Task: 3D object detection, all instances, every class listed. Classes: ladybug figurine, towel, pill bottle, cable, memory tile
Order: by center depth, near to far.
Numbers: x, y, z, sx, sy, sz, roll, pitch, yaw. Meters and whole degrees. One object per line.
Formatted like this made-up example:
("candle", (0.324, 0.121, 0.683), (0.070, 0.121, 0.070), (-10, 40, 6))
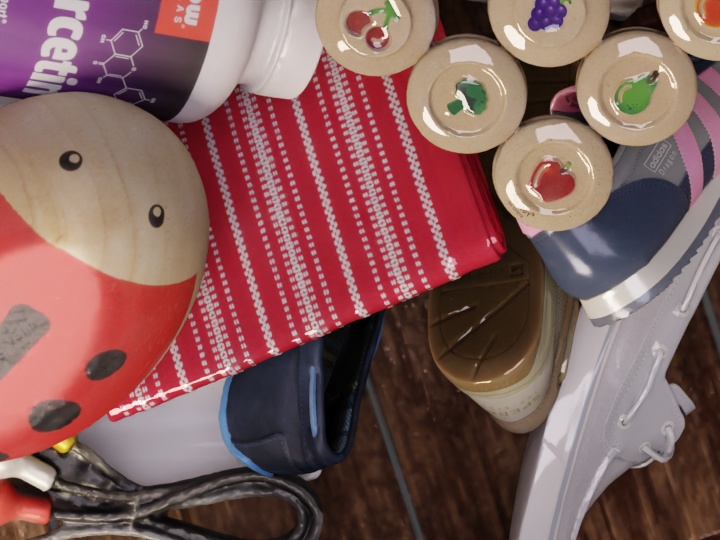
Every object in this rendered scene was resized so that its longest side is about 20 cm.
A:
("memory tile", (0.057, -0.121, 1.144), (0.200, 0.017, 0.153), (40, 109, -12))
("pill bottle", (-0.117, -0.125, 1.204), (0.199, 0.112, 0.113), (7, 91, -19))
("ladybug figurine", (-0.144, 0.014, 1.207), (0.136, 0.072, 0.200), (28, 122, -14))
("towel", (-0.042, -0.033, 1.267), (0.200, 0.022, 0.145), (-23, 68, 15))
("cable", (-0.120, 0.108, 1.300), (0.199, 0.050, 0.097), (21, 95, 2))

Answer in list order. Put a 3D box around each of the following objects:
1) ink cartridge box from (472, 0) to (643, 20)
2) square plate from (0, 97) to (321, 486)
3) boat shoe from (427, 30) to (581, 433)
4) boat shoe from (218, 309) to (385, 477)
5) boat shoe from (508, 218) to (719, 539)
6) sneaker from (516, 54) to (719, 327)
("ink cartridge box", (0.062, -0.169, 1.248), (0.144, 0.200, 0.084), (9, 88, 0))
("square plate", (-0.124, 0.008, 1.338), (0.199, 0.028, 0.199), (-5, 92, 1))
("boat shoe", (0.073, -0.023, 1.300), (0.072, 0.065, 0.200), (-7, 57, 22))
("boat shoe", (0.000, 0.000, 1.298), (0.069, 0.084, 0.201), (3, 78, 42))
("boat shoe", (0.122, 0.055, 1.323), (0.068, 0.072, 0.201), (19, 82, 0))
("sneaker", (0.129, -0.067, 1.263), (0.082, 0.200, 0.070), (47, 134, -15))
